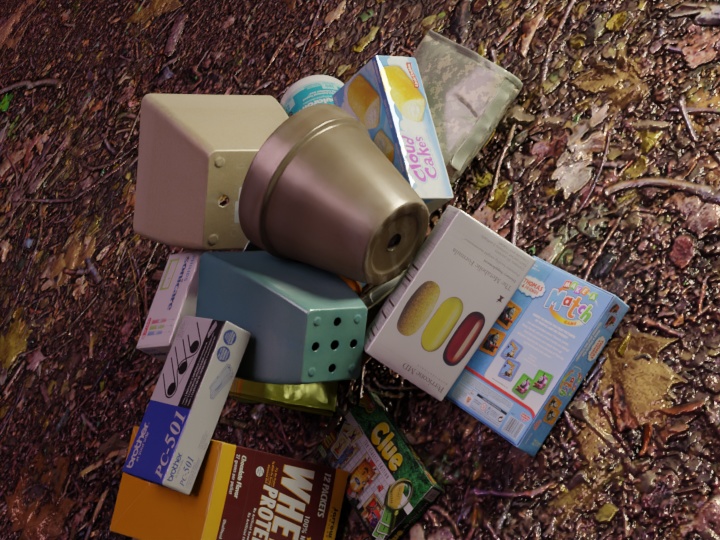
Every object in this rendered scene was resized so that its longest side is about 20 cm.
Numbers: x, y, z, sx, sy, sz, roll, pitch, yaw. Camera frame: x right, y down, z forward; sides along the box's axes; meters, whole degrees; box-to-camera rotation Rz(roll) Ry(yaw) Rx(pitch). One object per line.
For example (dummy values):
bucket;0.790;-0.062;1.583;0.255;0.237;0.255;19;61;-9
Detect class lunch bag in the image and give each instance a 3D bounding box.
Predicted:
lunch bag;0.123;-0.212;1.758;0.164;0.117;0.200;-54;32;6

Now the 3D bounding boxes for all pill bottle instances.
pill bottle;-0.042;-0.176;1.813;0.111;0.111;0.200;-42;39;18

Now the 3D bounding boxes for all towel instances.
towel;-0.125;0.133;1.727;0.018;0.200;0.086;121;159;-58

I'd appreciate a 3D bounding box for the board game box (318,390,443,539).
board game box;0.021;0.243;1.612;0.105;0.023;0.200;-48;38;7

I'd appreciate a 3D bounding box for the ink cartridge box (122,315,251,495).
ink cartridge box;-0.203;0.155;1.535;0.094;0.044;0.200;4;69;50

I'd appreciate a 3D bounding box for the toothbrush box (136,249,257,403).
toothbrush box;-0.188;0.080;1.815;0.086;0.200;0.146;-8;59;47

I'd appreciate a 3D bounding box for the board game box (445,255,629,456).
board game box;0.199;0.095;1.510;0.200;0.037;0.151;-58;36;-1

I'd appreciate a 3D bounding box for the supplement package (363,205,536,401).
supplement package;0.102;0.037;1.565;0.200;0.114;0.110;-57;5;3

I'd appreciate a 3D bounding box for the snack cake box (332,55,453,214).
snack cake box;0.039;-0.161;1.689;0.115;0.067;0.200;-34;65;50

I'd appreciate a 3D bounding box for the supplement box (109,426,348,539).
supplement box;-0.161;0.284;1.617;0.197;0.200;0.133;0;75;49

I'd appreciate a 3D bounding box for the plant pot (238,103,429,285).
plant pot;-0.019;-0.073;1.582;0.173;0.200;0.200;36;92;29

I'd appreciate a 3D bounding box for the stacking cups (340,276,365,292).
stacking cups;0.000;0.000;1.738;0.200;0.061;0.060;-45;35;-15

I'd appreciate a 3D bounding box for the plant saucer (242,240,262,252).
plant saucer;-0.088;0.005;1.737;0.039;0.201;0.201;26;83;52

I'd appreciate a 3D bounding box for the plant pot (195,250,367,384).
plant pot;-0.089;0.066;1.597;0.200;0.141;0.142;20;107;49

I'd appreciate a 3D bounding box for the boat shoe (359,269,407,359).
boat shoe;0.028;0.056;1.711;0.200;0.075;0.068;-28;17;43

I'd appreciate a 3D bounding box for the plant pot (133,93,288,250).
plant pot;-0.178;-0.121;1.770;0.177;0.199;0.200;34;122;56
